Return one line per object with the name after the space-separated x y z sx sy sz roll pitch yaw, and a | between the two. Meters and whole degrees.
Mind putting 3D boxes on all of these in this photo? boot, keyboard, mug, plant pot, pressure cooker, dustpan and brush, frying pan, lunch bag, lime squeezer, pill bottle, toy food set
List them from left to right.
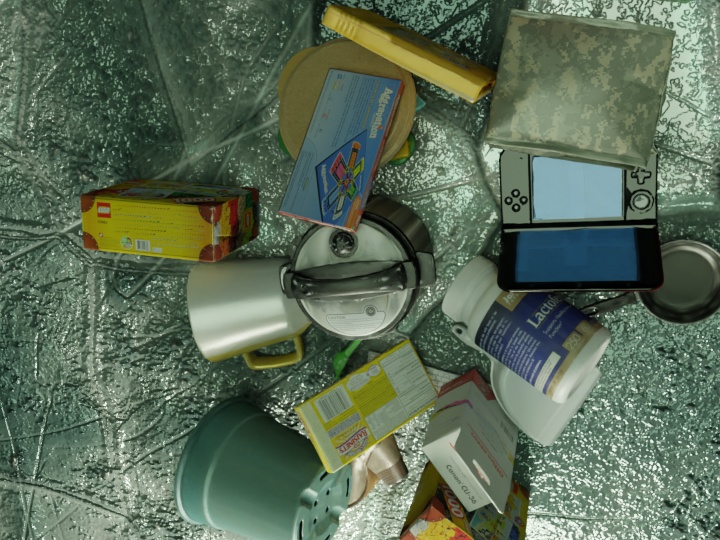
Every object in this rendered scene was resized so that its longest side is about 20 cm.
-0.147 0.053 1.141 0.153 0.187 0.150 -10 70 9 | mug
-0.131 0.309 1.129 0.196 0.200 0.201 16 110 29 | plant pot
-0.021 -0.210 1.026 0.200 0.049 0.198 -6 83 18 | toy food set
-0.022 0.276 1.180 0.200 0.070 0.146 -37 93 33 | boot
-0.004 0.159 1.169 0.070 0.038 0.200 -5 107 -2 | lime squeezer
-0.001 -0.003 1.031 0.179 0.200 0.176 41 108 1 | pressure cooker
0.104 0.170 1.153 0.200 0.011 0.056 15 109 11 | keyboard
0.216 0.137 1.097 0.200 0.057 0.140 32 100 -2 | dustpan and brush
0.213 0.072 1.021 0.200 0.116 0.116 35 113 22 | pill bottle
0.264 -0.214 0.933 0.200 0.118 0.164 12 97 14 | lunch bag
0.393 0.037 1.024 0.115 0.031 0.190 47 115 -1 | frying pan

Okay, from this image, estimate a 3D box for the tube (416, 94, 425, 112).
-0.006 -0.182 1.067 0.077 0.050 0.200 45 106 2 | tube

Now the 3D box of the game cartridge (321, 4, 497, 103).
0.068 -0.269 0.948 0.200 0.176 0.032 30 112 5 | game cartridge

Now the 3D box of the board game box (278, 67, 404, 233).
-0.023 -0.152 0.968 0.103 0.019 0.200 15 80 21 | board game box

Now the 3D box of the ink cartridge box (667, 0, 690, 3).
0.285 -0.343 0.875 0.200 0.161 0.050 9 104 13 | ink cartridge box

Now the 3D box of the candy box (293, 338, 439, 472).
0.014 0.186 1.089 0.102 0.200 0.026 63 152 -2 | candy box

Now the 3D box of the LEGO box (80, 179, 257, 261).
-0.266 -0.075 1.103 0.200 0.149 0.077 6 107 13 | LEGO box

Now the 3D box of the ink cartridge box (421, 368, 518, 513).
0.149 0.236 1.050 0.067 0.200 0.117 -33 99 25 | ink cartridge box

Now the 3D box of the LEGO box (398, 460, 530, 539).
0.152 0.344 1.088 0.149 0.200 0.077 38 112 2 | LEGO box

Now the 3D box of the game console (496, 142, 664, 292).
0.273 -0.071 0.979 0.200 0.119 0.173 -1 105 15 | game console
